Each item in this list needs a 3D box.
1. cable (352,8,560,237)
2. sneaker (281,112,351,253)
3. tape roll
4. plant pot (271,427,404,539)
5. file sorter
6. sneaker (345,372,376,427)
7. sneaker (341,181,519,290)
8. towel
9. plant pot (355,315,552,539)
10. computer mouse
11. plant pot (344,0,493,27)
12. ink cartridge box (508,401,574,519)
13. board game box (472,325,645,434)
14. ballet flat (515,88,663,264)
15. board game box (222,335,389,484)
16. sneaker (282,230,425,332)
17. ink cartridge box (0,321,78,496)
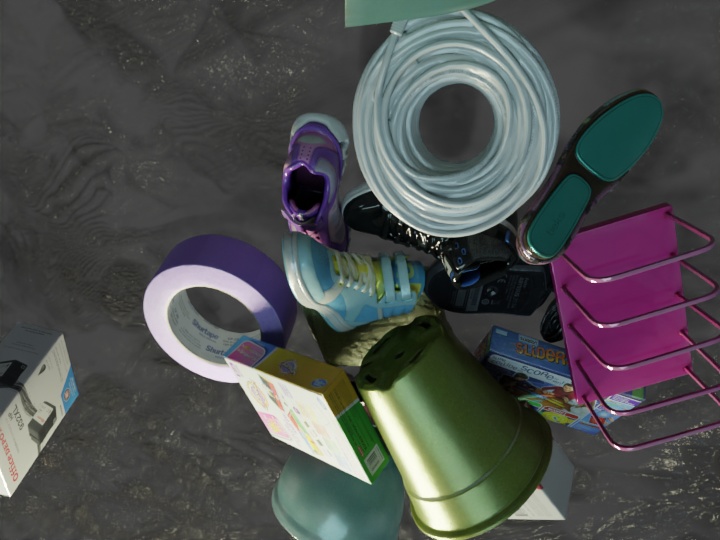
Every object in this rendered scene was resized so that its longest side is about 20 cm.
[{"bbox_3d":[0.088,-0.139,0.654,0.197,0.069,0.203,33,108,-1],"label":"cable"},{"bbox_3d":[-0.055,-0.068,0.776,0.078,0.090,0.204,6,129,8],"label":"sneaker"},{"bbox_3d":[-0.186,0.055,0.919,0.194,0.066,0.204,7,129,9],"label":"tape roll"},{"bbox_3d":[-0.018,0.293,0.994,0.195,0.201,0.138,18,104,0],"label":"plant pot"},{"bbox_3d":[0.291,0.061,0.711,0.135,0.126,0.205,-16,109,3],"label":"file sorter"},{"bbox_3d":[-0.002,0.157,0.933,0.194,0.077,0.117,13,144,-8],"label":"sneaker"},{"bbox_3d":[0.074,-0.036,0.729,0.193,0.114,0.074,0,143,3],"label":"sneaker"},{"bbox_3d":[0.020,0.061,0.889,0.194,0.037,0.151,-6,123,20],"label":"towel"},{"bbox_3d":[0.090,0.164,0.799,0.197,0.201,0.192,-28,108,31],"label":"plant pot"},{"bbox_3d":[0.168,0.012,0.808,0.193,0.054,0.141,8,133,-4],"label":"computer mouse"},{"bbox_3d":[0.064,-0.290,0.512,0.155,0.203,0.205,0,129,-1],"label":"plant pot"},{"bbox_3d":[0.172,0.268,0.949,0.197,0.087,0.148,-16,123,43],"label":"ink cartridge box"},{"bbox_3d":[0.236,0.143,0.868,0.194,0.035,0.136,18,148,-1],"label":"board game box"},{"bbox_3d":[0.216,-0.093,0.682,0.069,0.071,0.202,36,90,-8],"label":"ballet flat"},{"bbox_3d":[-0.070,0.168,0.849,0.197,0.040,0.156,11,135,45],"label":"board game box"},{"bbox_3d":[0.000,0.000,0.752,0.127,0.082,0.200,-14,157,14],"label":"sneaker"},{"bbox_3d":[-0.520,0.205,1.032,0.081,0.202,0.148,11,130,5],"label":"ink cartridge box"}]
